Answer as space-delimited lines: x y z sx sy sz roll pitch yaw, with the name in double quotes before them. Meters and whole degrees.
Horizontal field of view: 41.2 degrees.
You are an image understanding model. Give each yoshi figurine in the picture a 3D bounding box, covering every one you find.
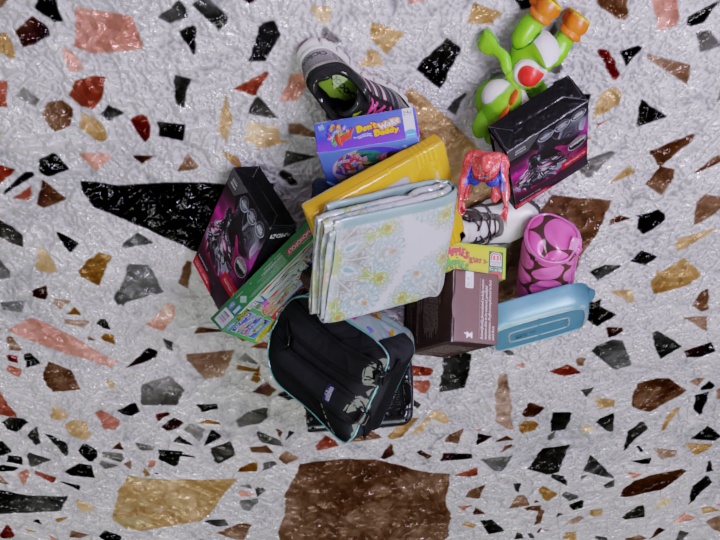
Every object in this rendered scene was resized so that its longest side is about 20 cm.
"yoshi figurine" 0.206 -0.264 1.254 0.112 0.112 0.201 -8 135 -57

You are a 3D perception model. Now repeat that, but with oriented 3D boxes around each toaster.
"toaster" 0.001 0.165 1.548 0.198 0.183 0.119 -5 169 -1

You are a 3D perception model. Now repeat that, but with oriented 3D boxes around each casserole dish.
"casserole dish" 0.269 0.076 1.471 0.198 0.039 0.121 -15 151 3

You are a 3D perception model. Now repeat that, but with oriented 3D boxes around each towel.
"towel" 0.028 -0.024 1.231 0.198 0.048 0.172 -13 133 -24

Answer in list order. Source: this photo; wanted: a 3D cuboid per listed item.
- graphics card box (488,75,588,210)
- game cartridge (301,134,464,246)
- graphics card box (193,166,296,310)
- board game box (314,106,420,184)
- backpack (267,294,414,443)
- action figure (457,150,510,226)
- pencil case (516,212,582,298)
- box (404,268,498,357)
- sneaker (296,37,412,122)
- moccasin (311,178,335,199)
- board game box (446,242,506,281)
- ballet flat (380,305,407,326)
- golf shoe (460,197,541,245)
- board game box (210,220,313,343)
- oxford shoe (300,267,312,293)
"graphics card box" 0.241 -0.165 1.281 0.125 0.051 0.200 -32 157 0
"game cartridge" 0.037 -0.062 1.256 0.199 0.032 0.177 -28 134 -7
"graphics card box" -0.172 -0.036 1.388 0.051 0.126 0.201 -6 142 -39
"board game box" 0.019 -0.144 1.312 0.133 0.045 0.200 -9 159 4
"backpack" -0.031 0.125 1.403 0.199 0.153 0.177 30 113 19
"action figure" 0.158 -0.097 1.238 0.065 0.100 0.200 5 172 6
"pencil case" 0.288 -0.006 1.454 0.093 0.091 0.200 27 161 19
"box" 0.127 0.065 1.375 0.074 0.101 0.200 6 169 -14
"sneaker" -0.003 -0.220 1.264 0.199 0.088 0.074 34 123 -30
"moccasin" 0.000 -0.079 1.321 0.080 0.069 0.200 -23 156 18
"board game box" 0.134 0.003 1.437 0.101 0.048 0.200 6 168 -13
"ballet flat" 0.108 0.070 1.500 0.198 0.068 0.046 1 170 -17
"golf shoe" 0.174 -0.060 1.415 0.198 0.095 0.078 -9 109 2
"board game box" -0.110 0.017 1.361 0.200 0.029 0.135 -45 160 3
"oxford shoe" 0.000 0.000 1.389 0.199 0.072 0.072 -12 127 -46
